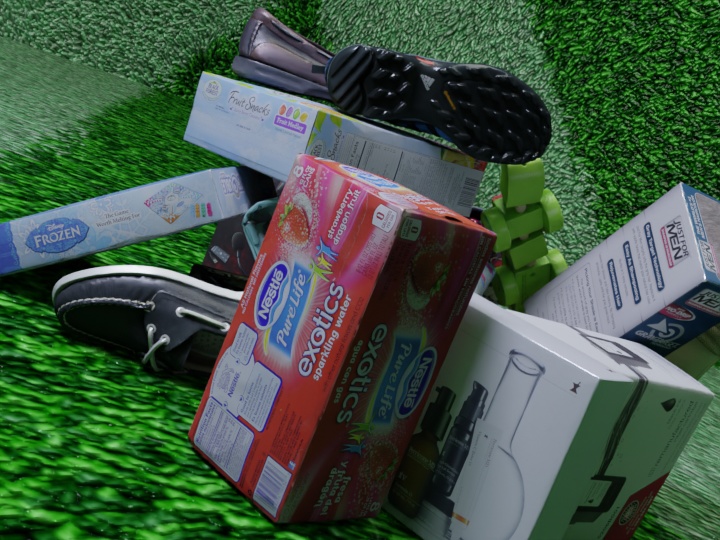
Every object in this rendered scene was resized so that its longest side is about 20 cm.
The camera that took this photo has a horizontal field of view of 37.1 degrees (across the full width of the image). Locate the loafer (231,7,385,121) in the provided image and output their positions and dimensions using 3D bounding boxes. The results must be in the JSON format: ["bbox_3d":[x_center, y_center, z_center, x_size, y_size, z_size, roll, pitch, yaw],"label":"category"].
[{"bbox_3d":[-0.011,-0.173,0.942,0.199,0.063,0.072,13,7,-21],"label":"loafer"}]

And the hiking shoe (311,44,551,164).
[{"bbox_3d":[0.064,-0.144,0.880,0.199,0.075,0.087,17,13,-17],"label":"hiking shoe"}]

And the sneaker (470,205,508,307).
[{"bbox_3d":[0.127,-0.018,1.059,0.199,0.075,0.081,11,37,-47],"label":"sneaker"}]

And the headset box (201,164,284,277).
[{"bbox_3d":[-0.062,-0.055,1.115,0.148,0.201,0.075,29,11,30],"label":"headset box"}]

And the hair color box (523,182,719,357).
[{"bbox_3d":[0.228,0.027,0.912,0.060,0.200,0.100,19,50,-27],"label":"hair color box"}]

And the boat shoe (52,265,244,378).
[{"bbox_3d":[-0.127,0.046,0.788,0.199,0.076,0.061,6,51,-12],"label":"boat shoe"}]

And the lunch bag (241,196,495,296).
[{"bbox_3d":[0.000,0.000,0.911,0.199,0.122,0.170,32,13,6],"label":"lunch bag"}]

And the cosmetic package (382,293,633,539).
[{"bbox_3d":[0.059,0.094,0.709,0.200,0.152,0.052,30,11,39],"label":"cosmetic package"}]

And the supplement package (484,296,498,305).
[{"bbox_3d":[0.033,0.024,1.160,0.117,0.118,0.200,12,14,-44],"label":"supplement package"}]

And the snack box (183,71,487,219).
[{"bbox_3d":[-0.020,-0.102,0.913,0.199,0.068,0.168,8,13,-44],"label":"snack box"}]

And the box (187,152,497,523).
[{"bbox_3d":[-0.013,0.043,0.660,0.099,0.201,0.095,30,13,40],"label":"box"}]

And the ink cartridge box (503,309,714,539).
[{"bbox_3d":[0.151,0.121,0.790,0.199,0.146,0.083,14,18,-46],"label":"ink cartridge box"}]

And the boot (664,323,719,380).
[{"bbox_3d":[0.252,0.054,1.001,0.073,0.156,0.200,24,19,-32],"label":"boot"}]

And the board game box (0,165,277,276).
[{"bbox_3d":[-0.185,-0.045,0.895,0.198,0.044,0.200,-13,5,9],"label":"board game box"}]

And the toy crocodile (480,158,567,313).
[{"bbox_3d":[0.148,-0.025,0.984,0.201,0.067,0.062,74,-6,-46],"label":"toy crocodile"}]

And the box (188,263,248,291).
[{"bbox_3d":[-0.045,0.060,0.973,0.199,0.049,0.161,16,14,-37],"label":"box"}]
